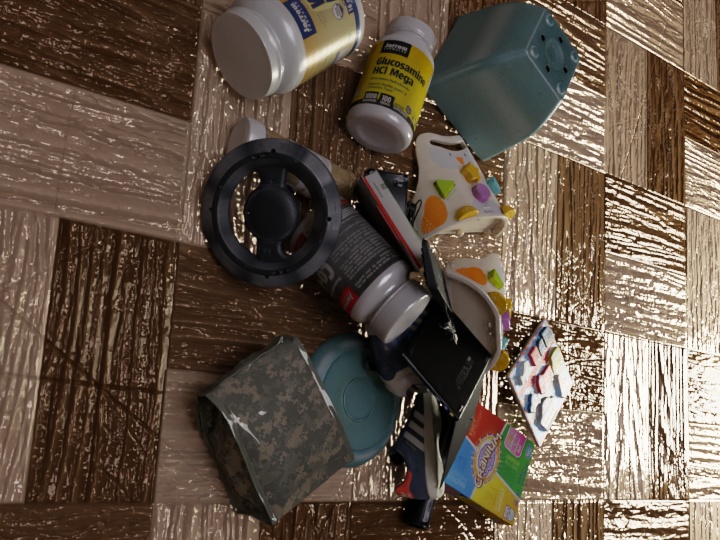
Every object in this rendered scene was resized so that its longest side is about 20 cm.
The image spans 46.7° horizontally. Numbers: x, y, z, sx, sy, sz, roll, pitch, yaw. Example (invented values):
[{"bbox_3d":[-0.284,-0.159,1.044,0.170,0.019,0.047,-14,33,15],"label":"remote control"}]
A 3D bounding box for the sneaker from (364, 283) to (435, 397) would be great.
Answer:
[{"bbox_3d":[0.083,0.116,1.322,0.199,0.079,0.150,-33,107,-54],"label":"sneaker"}]

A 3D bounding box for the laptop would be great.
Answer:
[{"bbox_3d":[0.124,0.184,1.289,0.201,0.116,0.187,48,33,-3],"label":"laptop"}]

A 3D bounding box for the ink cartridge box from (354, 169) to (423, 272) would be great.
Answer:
[{"bbox_3d":[0.052,-0.075,1.243,0.050,0.200,0.163,-33,91,-4],"label":"ink cartridge box"}]

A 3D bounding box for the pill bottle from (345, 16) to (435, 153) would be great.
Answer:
[{"bbox_3d":[0.055,-0.302,1.344,0.111,0.111,0.204,32,65,-32],"label":"pill bottle"}]

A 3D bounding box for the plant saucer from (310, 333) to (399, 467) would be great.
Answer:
[{"bbox_3d":[-0.008,0.199,1.282,0.197,0.027,0.206,7,79,-39],"label":"plant saucer"}]

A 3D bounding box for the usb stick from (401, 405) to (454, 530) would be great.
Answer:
[{"bbox_3d":[0.116,0.317,1.351,0.032,0.055,0.204,34,64,-30],"label":"usb stick"}]

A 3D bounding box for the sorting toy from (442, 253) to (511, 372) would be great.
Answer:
[{"bbox_3d":[0.216,0.061,1.420,0.180,0.104,0.205,-49,137,-58],"label":"sorting toy"}]

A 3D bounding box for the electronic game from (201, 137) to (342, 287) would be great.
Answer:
[{"bbox_3d":[-0.122,-0.078,1.146,0.194,0.042,0.206,0,99,3],"label":"electronic game"}]

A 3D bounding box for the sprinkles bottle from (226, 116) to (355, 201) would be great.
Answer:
[{"bbox_3d":[-0.099,-0.154,1.224,0.197,0.067,0.070,23,70,-35],"label":"sprinkles bottle"}]

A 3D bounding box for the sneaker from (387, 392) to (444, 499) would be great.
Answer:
[{"bbox_3d":[0.084,0.263,1.327,0.076,0.082,0.204,62,24,-49],"label":"sneaker"}]

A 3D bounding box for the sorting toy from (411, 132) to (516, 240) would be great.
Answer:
[{"bbox_3d":[0.168,-0.154,1.447,0.197,0.106,0.184,-5,69,-40],"label":"sorting toy"}]

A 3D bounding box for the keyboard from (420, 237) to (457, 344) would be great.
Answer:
[{"bbox_3d":[0.114,0.037,1.211,0.200,0.020,0.130,46,30,-71],"label":"keyboard"}]

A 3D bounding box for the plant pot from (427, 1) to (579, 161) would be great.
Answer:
[{"bbox_3d":[0.266,-0.349,1.467,0.196,0.198,0.198,44,57,-26],"label":"plant pot"}]

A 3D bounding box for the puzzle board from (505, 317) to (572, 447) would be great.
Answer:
[{"bbox_3d":[0.340,0.204,1.551,0.200,0.017,0.153,-43,111,-47],"label":"puzzle board"}]

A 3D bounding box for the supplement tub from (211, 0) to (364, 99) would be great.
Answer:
[{"bbox_3d":[-0.103,-0.343,1.198,0.199,0.143,0.147,-40,109,-36],"label":"supplement tub"}]

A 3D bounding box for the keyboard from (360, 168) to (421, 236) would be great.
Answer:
[{"bbox_3d":[0.043,-0.059,1.363,0.101,0.040,0.206,9,79,-14],"label":"keyboard"}]

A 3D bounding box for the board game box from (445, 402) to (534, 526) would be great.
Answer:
[{"bbox_3d":[0.210,0.328,1.437,0.199,0.040,0.156,36,63,-31],"label":"board game box"}]

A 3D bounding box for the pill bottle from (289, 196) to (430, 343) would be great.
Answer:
[{"bbox_3d":[0.000,0.000,1.204,0.113,0.115,0.200,-33,71,-37],"label":"pill bottle"}]

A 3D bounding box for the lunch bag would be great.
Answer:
[{"bbox_3d":[-0.123,0.207,1.127,0.163,0.116,0.204,-31,108,-37],"label":"lunch bag"}]
